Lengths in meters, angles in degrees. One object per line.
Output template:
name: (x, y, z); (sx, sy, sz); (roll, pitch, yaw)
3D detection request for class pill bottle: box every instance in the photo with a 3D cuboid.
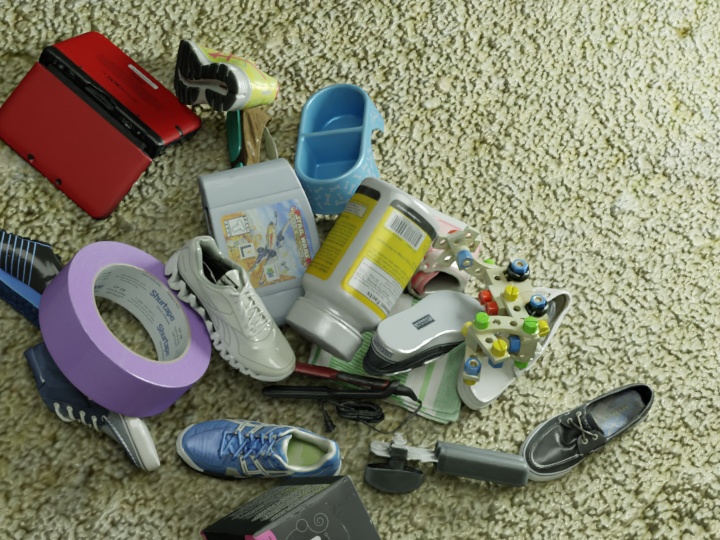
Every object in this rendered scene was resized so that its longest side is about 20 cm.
pill bottle: (0.000, 0.000, 1.723); (0.114, 0.114, 0.201); (32, 82, 3)

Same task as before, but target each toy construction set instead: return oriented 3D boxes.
toy construction set: (0.157, 0.040, 1.737); (0.129, 0.093, 0.202); (-9, 60, -15)

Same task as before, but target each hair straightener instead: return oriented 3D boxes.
hair straightener: (-0.023, 0.158, 1.734); (0.197, 0.041, 0.078); (9, 98, -7)

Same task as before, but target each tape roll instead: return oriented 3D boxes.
tape roll: (-0.269, 0.066, 1.648); (0.199, 0.066, 0.201); (33, 33, -25)

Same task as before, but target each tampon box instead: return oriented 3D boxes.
tampon box: (-0.063, 0.316, 1.542); (0.125, 0.200, 0.151); (-29, 93, -23)

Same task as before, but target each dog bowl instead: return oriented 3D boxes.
dog bowl: (-0.031, -0.161, 1.836); (0.110, 0.050, 0.202); (-6, 49, 13)

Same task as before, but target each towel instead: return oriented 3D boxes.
towel: (0.043, 0.094, 1.789); (0.198, 0.023, 0.154); (19, 62, -4)

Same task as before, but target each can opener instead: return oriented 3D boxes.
can opener: (0.103, 0.237, 1.725); (0.197, 0.053, 0.067); (6, 99, -4)

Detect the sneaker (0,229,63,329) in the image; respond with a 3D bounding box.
sneaker: (-0.411, -0.012, 1.712); (0.200, 0.070, 0.078); (41, 59, 1)

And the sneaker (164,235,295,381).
sneaker: (-0.146, 0.045, 1.678); (0.200, 0.081, 0.075); (48, 50, 1)

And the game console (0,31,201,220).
game console: (-0.335, -0.189, 1.836); (0.199, 0.119, 0.172); (40, 32, 7)

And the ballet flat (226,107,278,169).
ballet flat: (-0.139, -0.126, 1.834); (0.071, 0.068, 0.202); (15, 58, -23)

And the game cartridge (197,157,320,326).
game cartridge: (-0.116, -0.031, 1.763); (0.131, 0.041, 0.203); (-14, 93, -15)

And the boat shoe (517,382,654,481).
boat shoe: (0.284, 0.194, 1.773); (0.198, 0.066, 0.070); (-22, 71, -20)

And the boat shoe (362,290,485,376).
boat shoe: (0.079, 0.083, 1.757); (0.072, 0.068, 0.199); (47, 40, 18)

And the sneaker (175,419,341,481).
sneaker: (-0.115, 0.204, 1.671); (0.197, 0.077, 0.077); (6, 66, -9)

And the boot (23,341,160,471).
boot: (-0.311, 0.159, 1.660); (0.090, 0.073, 0.201); (-28, 72, -8)

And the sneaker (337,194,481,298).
sneaker: (0.056, -0.033, 1.815); (0.198, 0.076, 0.106); (21, 50, -7)

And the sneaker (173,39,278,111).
sneaker: (-0.173, -0.243, 1.836); (0.089, 0.079, 0.200); (-4, 24, -33)

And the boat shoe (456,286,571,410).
boat shoe: (0.195, 0.090, 1.791); (0.071, 0.069, 0.200); (48, 63, -15)
